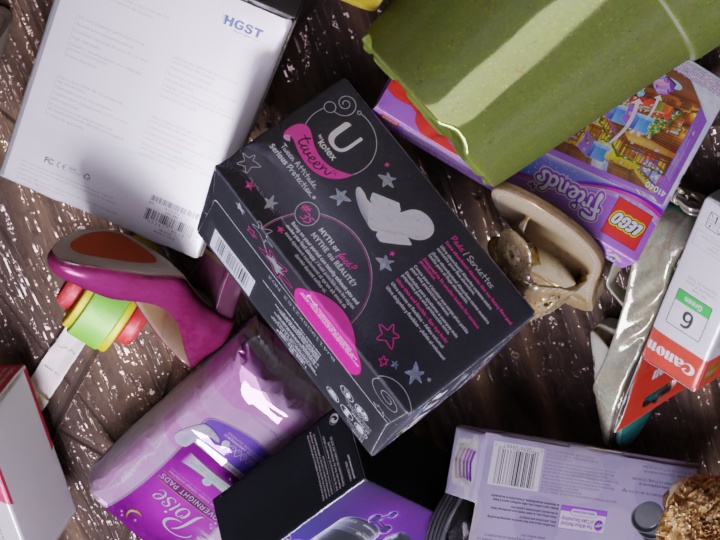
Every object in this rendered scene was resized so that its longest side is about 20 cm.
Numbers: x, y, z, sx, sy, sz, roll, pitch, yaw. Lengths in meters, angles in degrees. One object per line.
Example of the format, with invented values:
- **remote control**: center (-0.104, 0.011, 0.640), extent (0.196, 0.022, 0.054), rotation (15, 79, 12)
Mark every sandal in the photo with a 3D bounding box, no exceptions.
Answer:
- **sandal**: center (0.119, 0.010, 1.185), extent (0.077, 0.212, 0.070), rotation (28, 83, 20)

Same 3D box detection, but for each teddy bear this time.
- **teddy bear**: center (0.295, 0.154, 1.277), extent (0.199, 0.067, 0.145), rotation (-32, 156, -1)

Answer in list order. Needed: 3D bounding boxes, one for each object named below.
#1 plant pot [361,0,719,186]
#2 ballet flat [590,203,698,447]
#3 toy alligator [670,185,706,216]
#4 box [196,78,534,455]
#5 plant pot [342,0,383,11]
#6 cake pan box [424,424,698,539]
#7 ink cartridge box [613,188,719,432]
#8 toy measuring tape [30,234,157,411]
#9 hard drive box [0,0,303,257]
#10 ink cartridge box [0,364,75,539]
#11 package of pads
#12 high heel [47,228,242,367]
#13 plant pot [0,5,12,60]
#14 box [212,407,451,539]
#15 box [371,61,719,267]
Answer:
- **plant pot**: center (0.107, -0.157, 1.059), extent (0.190, 0.200, 0.200), rotation (-41, 108, 5)
- **ballet flat**: center (0.201, 0.036, 1.274), extent (0.062, 0.067, 0.201), rotation (34, 125, 27)
- **toy alligator**: center (0.151, -0.090, 1.202), extent (0.199, 0.059, 0.054), rotation (16, 121, -1)
- **box**: center (0.000, 0.000, 1.164), extent (0.200, 0.115, 0.132), rotation (52, 161, 8)
- **plant pot**: center (-0.019, -0.262, 1.013), extent (0.199, 0.200, 0.177), rotation (22, 89, -4)
- **cake pan box**: center (0.141, 0.216, 1.284), extent (0.199, 0.052, 0.185), rotation (10, 87, -26)
- **ink cartridge box**: center (0.251, 0.029, 1.222), extent (0.050, 0.109, 0.201), rotation (34, 125, 27)
- **toy measuring tape**: center (-0.211, 0.050, 1.333), extent (0.073, 0.074, 0.200), rotation (33, 119, -11)
- **hard drive box**: center (-0.142, -0.132, 1.214), extent (0.155, 0.077, 0.201), rotation (23, 121, -5)
- **ink cartridge box**: center (-0.346, 0.157, 1.393), extent (0.199, 0.084, 0.145), rotation (-3, 119, 20)
- **package of pads**: center (-0.106, 0.137, 1.363), extent (0.120, 0.076, 0.200), rotation (42, 117, -13)
- **high heel**: center (-0.157, 0.028, 1.249), extent (0.067, 0.200, 0.096), rotation (38, 108, 35)
- **plant pot**: center (-0.374, -0.086, 1.220), extent (0.199, 0.200, 0.178), rotation (17, 132, -2)
- **box**: center (0.010, 0.195, 1.329), extent (0.141, 0.079, 0.200), rotation (-37, 135, 25)
- **box**: center (0.124, -0.111, 1.156), extent (0.199, 0.039, 0.137), rotation (31, 82, -3)
